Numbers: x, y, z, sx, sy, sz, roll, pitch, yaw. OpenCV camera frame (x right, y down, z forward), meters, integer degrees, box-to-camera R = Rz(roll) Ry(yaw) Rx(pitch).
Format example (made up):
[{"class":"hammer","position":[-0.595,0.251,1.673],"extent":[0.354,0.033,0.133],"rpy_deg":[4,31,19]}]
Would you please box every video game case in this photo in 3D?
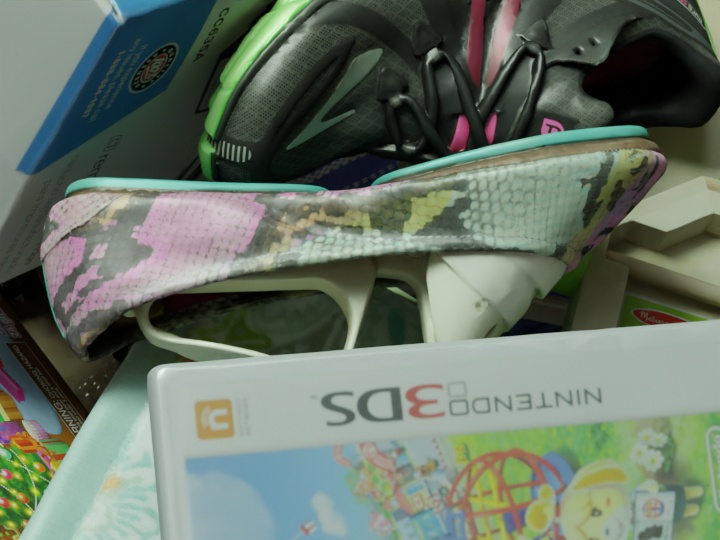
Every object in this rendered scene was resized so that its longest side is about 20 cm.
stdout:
[{"class":"video game case","position":[0.036,0.120,0.751],"extent":[0.182,0.022,0.200],"rpy_deg":[-4,80,-9]}]

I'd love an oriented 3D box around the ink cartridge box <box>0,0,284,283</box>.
[{"class":"ink cartridge box","position":[-0.065,-0.092,0.882],"extent":[0.200,0.146,0.086],"rpy_deg":[-24,69,-44]}]

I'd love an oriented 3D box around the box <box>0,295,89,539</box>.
[{"class":"box","position":[-0.157,0.057,0.875],"extent":[0.137,0.039,0.200],"rpy_deg":[-4,46,-51]}]

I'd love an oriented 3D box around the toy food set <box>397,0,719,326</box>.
[{"class":"toy food set","position":[0.096,-0.068,0.952],"extent":[0.143,0.060,0.200],"rpy_deg":[12,63,3]}]

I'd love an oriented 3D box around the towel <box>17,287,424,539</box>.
[{"class":"towel","position":[-0.013,0.089,0.808],"extent":[0.171,0.048,0.200],"rpy_deg":[29,55,1]}]

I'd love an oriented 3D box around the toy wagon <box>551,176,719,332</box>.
[{"class":"toy wagon","position":[0.135,0.025,0.845],"extent":[0.155,0.040,0.200],"rpy_deg":[19,54,-2]}]

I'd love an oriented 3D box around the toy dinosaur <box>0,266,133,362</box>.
[{"class":"toy dinosaur","position":[-0.126,-0.017,1.018],"extent":[0.136,0.102,0.200],"rpy_deg":[10,85,44]}]

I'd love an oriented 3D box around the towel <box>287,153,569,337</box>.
[{"class":"towel","position":[0.024,-0.044,0.985],"extent":[0.145,0.024,0.200],"rpy_deg":[-26,60,-2]}]

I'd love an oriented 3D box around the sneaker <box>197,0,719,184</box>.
[{"class":"sneaker","position":[0.040,-0.064,0.849],"extent":[0.200,0.077,0.084],"rpy_deg":[-16,52,-24]}]

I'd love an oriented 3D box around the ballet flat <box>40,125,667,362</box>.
[{"class":"ballet flat","position":[0.000,0.000,0.799],"extent":[0.200,0.069,0.071],"rpy_deg":[-6,75,-2]}]
